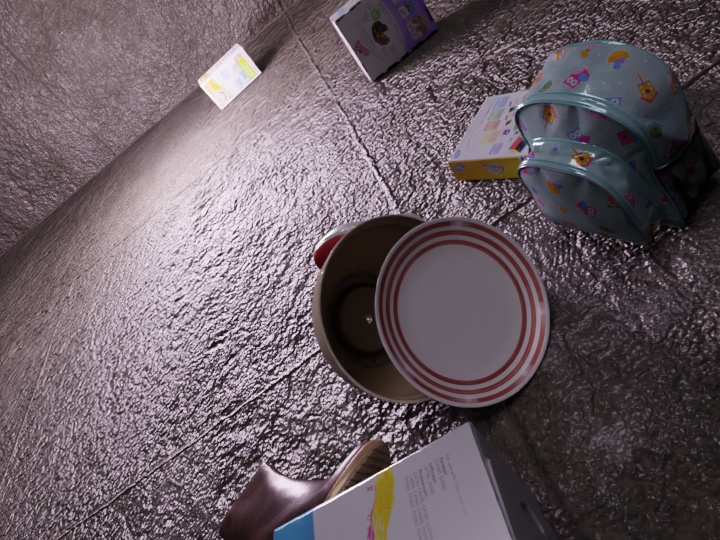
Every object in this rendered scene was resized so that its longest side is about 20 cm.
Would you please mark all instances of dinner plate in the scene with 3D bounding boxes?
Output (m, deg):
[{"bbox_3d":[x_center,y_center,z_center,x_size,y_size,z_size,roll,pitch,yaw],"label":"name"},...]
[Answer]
[{"bbox_3d":[0.109,0.042,0.604,0.202,0.198,0.024,-56,0,-20],"label":"dinner plate"}]

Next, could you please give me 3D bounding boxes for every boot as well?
[{"bbox_3d":[0.000,0.000,0.837,0.196,0.073,0.146,-13,45,31],"label":"boot"},{"bbox_3d":[-0.069,0.249,0.628,0.165,0.072,0.202,19,70,50],"label":"boot"}]

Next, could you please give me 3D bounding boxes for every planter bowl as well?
[{"bbox_3d":[0.027,0.052,0.668,0.202,0.199,0.135,-56,9,-21],"label":"planter bowl"}]

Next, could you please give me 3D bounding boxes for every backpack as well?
[{"bbox_3d":[0.256,-0.134,0.604,0.154,0.201,0.175,-48,35,-9],"label":"backpack"}]

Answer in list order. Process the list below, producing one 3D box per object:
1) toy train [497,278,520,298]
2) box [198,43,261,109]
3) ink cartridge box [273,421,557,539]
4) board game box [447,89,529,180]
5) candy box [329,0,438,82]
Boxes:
[{"bbox_3d":[0.122,-0.009,0.711,0.056,0.042,0.198,-38,43,-28],"label":"toy train"},{"bbox_3d":[-0.469,-0.694,2.021,0.199,0.113,0.102,-41,35,2],"label":"box"},{"bbox_3d":[0.053,0.252,0.436,0.198,0.147,0.147,-33,34,13],"label":"ink cartridge box"},{"bbox_3d":[0.244,-0.205,0.836,0.198,0.040,0.155,7,58,49],"label":"board game box"},{"bbox_3d":[0.054,-0.575,1.316,0.198,0.168,0.072,-36,34,7],"label":"candy box"}]
